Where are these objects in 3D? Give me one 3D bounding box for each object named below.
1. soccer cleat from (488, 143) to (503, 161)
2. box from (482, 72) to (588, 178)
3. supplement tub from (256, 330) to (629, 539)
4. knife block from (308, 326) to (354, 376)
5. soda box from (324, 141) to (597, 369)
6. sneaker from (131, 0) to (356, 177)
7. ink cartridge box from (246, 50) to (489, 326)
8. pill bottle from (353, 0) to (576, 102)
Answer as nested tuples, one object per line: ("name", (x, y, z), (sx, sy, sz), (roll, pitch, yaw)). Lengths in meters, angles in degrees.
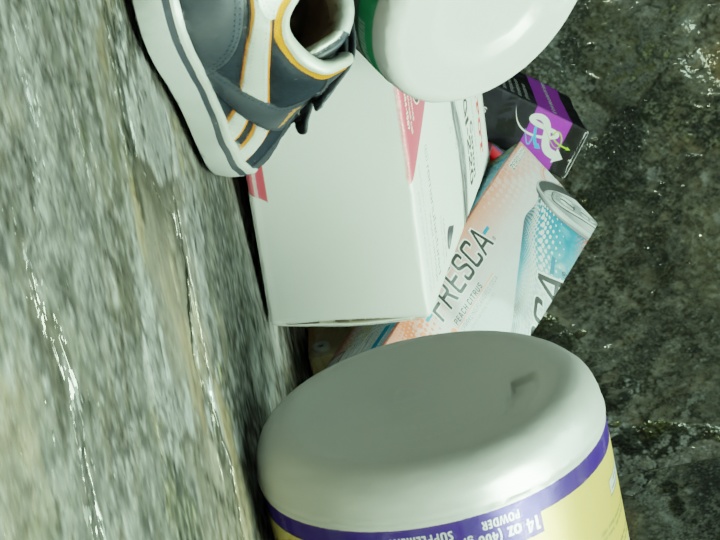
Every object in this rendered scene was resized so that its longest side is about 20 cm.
("soccer cleat", (0.031, -0.071, 1.258), (0.200, 0.073, 0.068), (30, 60, -36))
("box", (0.032, -0.120, 1.268), (0.036, 0.200, 0.143), (-62, -176, 11))
("supplement tub", (0.045, 0.141, 0.913), (0.145, 0.145, 0.200), (-91, 168, -69))
("knife block", (0.018, 0.093, 1.254), (0.200, 0.064, 0.176), (-94, 173, -62))
("soda box", (0.050, 0.021, 1.151), (0.068, 0.064, 0.200), (46, 46, -11))
("sneaker", (-0.039, -0.091, 0.891), (0.200, 0.079, 0.079), (67, 11, -77))
("ink cartridge box", (0.005, -0.079, 1.092), (0.200, 0.085, 0.146), (-68, 153, -63))
("pill bottle", (0.001, -0.173, 0.959), (0.200, 0.113, 0.113), (48, -14, 33))
